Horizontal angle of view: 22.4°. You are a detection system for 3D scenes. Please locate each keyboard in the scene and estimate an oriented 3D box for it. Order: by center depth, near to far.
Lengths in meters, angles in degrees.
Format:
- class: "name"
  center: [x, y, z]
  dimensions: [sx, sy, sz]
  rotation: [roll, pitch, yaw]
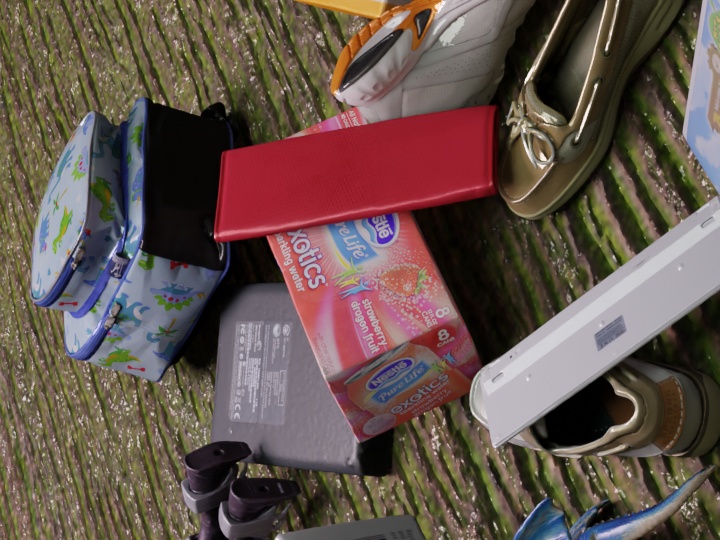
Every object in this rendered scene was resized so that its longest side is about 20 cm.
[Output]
- class: "keyboard"
  center: [0.145, 0.031, 1.061]
  dimensions: [0.200, 0.011, 0.057]
  rotation: [-39, 44, 28]

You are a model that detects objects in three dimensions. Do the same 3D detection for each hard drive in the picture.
- class: "hard drive"
  center: [-0.045, 0.079, 1.380]
  dimensions: [0.199, 0.033, 0.141]
  rotation: [-2, 82, 54]

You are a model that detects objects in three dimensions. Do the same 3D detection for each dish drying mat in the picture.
- class: "dish drying mat"
  center: [-0.003, -0.064, 1.217]
  dimensions: [0.198, 0.018, 0.078]
  rotation: [-10, 56, 18]

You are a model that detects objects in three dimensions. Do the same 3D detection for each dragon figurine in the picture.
- class: "dragon figurine"
  center: [0.131, 0.173, 1.104]
  dimensions: [0.100, 0.058, 0.201]
  rotation: [52, 126, 44]

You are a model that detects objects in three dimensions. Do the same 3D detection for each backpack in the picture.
- class: "backpack"
  center: [-0.192, -0.022, 1.493]
  dimensions: [0.184, 0.145, 0.201]
  rotation: [-97, 28, -45]

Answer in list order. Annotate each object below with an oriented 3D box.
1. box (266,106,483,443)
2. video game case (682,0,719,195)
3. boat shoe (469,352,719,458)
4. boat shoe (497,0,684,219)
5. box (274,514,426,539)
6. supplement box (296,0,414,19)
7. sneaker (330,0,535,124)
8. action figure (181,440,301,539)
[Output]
- class: "box"
  center: [0.000, 0.000, 1.251]
  dimensions: [0.102, 0.095, 0.201]
  rotation: [-23, 55, 1]
- class: "video game case"
  center: [0.227, -0.078, 0.961]
  dimensions: [0.201, 0.022, 0.183]
  rotation: [86, 163, -52]
- class: "boat shoe"
  center: [0.128, 0.077, 1.117]
  dimensions: [0.199, 0.068, 0.076]
  rotation: [-4, 80, 53]
- class: "boat shoe"
  center: [0.133, -0.123, 1.149]
  dimensions: [0.202, 0.063, 0.073]
  rotation: [-59, 42, 28]
- class: "box"
  center: [0.003, 0.296, 1.178]
  dimensions: [0.185, 0.104, 0.201]
  rotation: [61, 146, 40]
- class: "supplement box"
  center: [0.029, -0.280, 1.309]
  dimensions: [0.126, 0.073, 0.202]
  rotation: [24, 103, 53]
- class: "sneaker"
  center: [0.078, -0.162, 1.233]
  dimensions: [0.199, 0.092, 0.076]
  rotation: [-37, 29, 18]
- class: "action figure"
  center: [-0.107, 0.232, 1.411]
  dimensions: [0.130, 0.069, 0.202]
  rotation: [47, 135, 39]
